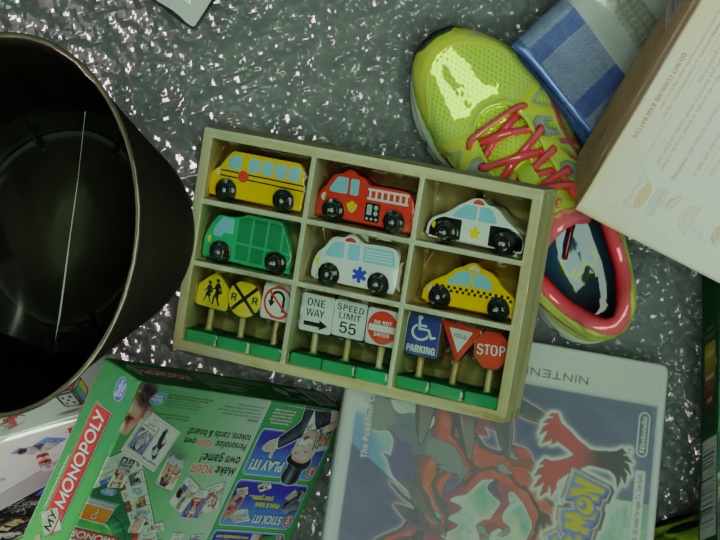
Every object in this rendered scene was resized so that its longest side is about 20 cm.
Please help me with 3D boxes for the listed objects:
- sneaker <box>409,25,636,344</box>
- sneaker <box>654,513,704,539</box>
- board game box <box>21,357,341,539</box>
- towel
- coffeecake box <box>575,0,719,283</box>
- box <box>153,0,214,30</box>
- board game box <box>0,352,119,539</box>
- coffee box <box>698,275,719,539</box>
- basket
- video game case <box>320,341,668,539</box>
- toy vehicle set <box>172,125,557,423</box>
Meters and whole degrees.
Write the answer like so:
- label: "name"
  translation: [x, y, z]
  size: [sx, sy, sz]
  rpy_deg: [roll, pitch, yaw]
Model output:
- label: "sneaker"
  translation: [0.097, -0.046, 1.327]
  size: [0.078, 0.090, 0.201]
  rpy_deg: [-34, 99, 2]
- label: "sneaker"
  translation: [0.216, 0.174, 1.379]
  size: [0.198, 0.074, 0.084]
  rpy_deg: [-17, 96, -3]
- label: "board game box"
  translation: [-0.094, 0.121, 1.294]
  size: [0.029, 0.200, 0.135]
  rpy_deg: [31, 98, 31]
- label: "towel"
  translation: [0.197, -0.131, 1.337]
  size: [0.200, 0.024, 0.147]
  rpy_deg: [-40, 99, -10]
- label: "coffeecake box"
  translation: [0.234, -0.062, 1.261]
  size: [0.199, 0.073, 0.154]
  rpy_deg: [27, 116, -6]
- label: "box"
  translation: [-0.114, -0.258, 1.270]
  size: [0.199, 0.104, 0.183]
  rpy_deg: [36, 93, -9]
- label: "board game box"
  translation: [-0.210, 0.113, 1.312]
  size: [0.198, 0.127, 0.035]
  rpy_deg: [-16, 60, -3]
- label: "coffee box"
  translation: [0.249, 0.060, 1.346]
  size: [0.122, 0.044, 0.202]
  rpy_deg: [5, 76, -4]
- label: "basket"
  translation: [-0.157, -0.022, 1.243]
  size: [0.135, 0.200, 0.182]
  rpy_deg: [6, 92, 7]
- label: "video game case"
  translation: [0.072, 0.130, 1.331]
  size: [0.181, 0.023, 0.202]
  rpy_deg: [10, 66, -3]
- label: "toy vehicle set"
  translation: [0.000, 0.000, 1.314]
  size: [0.198, 0.026, 0.125]
  rpy_deg: [11, 98, 21]
